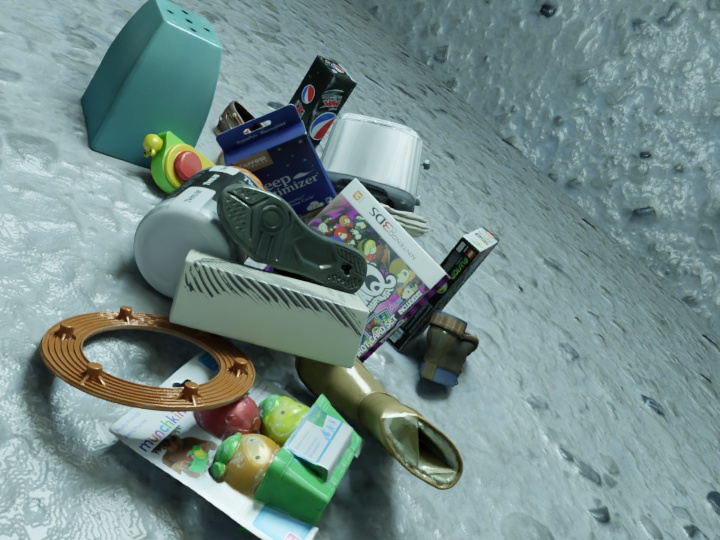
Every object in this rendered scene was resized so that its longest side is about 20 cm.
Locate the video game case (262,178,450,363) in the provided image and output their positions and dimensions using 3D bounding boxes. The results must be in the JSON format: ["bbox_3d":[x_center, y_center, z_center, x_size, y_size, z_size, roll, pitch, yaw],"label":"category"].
[{"bbox_3d":[-0.017,0.013,0.875,0.182,0.200,0.036,48,3,21],"label":"video game case"}]

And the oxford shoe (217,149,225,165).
[{"bbox_3d":[-0.142,-0.155,1.142,0.199,0.071,0.074,32,18,-19],"label":"oxford shoe"}]

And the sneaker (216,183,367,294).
[{"bbox_3d":[-0.095,-0.032,0.803,0.198,0.077,0.114,28,-13,-34],"label":"sneaker"}]

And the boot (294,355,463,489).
[{"bbox_3d":[0.013,0.144,0.734,0.174,0.067,0.200,35,-7,-7],"label":"boot"}]

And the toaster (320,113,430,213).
[{"bbox_3d":[0.010,-0.166,1.105,0.197,0.131,0.114,14,-20,6],"label":"toaster"}]

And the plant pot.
[{"bbox_3d":[-0.288,-0.270,0.985,0.140,0.201,0.142,16,32,-39],"label":"plant pot"}]

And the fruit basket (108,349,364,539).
[{"bbox_3d":[-0.102,0.153,0.649,0.199,0.094,0.185,37,25,5],"label":"fruit basket"}]

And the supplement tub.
[{"bbox_3d":[-0.186,-0.055,0.850,0.122,0.123,0.201,34,25,-8],"label":"supplement tub"}]

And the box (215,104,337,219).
[{"bbox_3d":[-0.114,-0.138,0.979,0.201,0.120,0.033,63,7,-55],"label":"box"}]

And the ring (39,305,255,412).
[{"bbox_3d":[-0.196,0.076,0.651,0.198,0.019,0.201,16,13,-4],"label":"ring"}]

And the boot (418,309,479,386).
[{"bbox_3d":[0.127,0.129,1.039,0.074,0.098,0.200,19,-11,23],"label":"boot"}]

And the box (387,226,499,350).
[{"bbox_3d":[0.121,0.026,1.027,0.035,0.201,0.110,42,26,13],"label":"box"}]

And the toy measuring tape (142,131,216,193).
[{"bbox_3d":[-0.237,-0.125,0.990,0.200,0.073,0.074,39,17,-44],"label":"toy measuring tape"}]

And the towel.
[{"bbox_3d":[-0.001,-0.070,1.072,0.132,0.198,0.035,12,76,-47],"label":"towel"}]

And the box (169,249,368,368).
[{"bbox_3d":[-0.097,0.041,0.733,0.197,0.069,0.082,16,7,-14],"label":"box"}]

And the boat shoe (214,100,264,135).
[{"bbox_3d":[-0.168,-0.216,1.208,0.199,0.071,0.070,39,24,-1],"label":"boat shoe"}]

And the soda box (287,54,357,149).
[{"bbox_3d":[-0.094,-0.289,1.273,0.063,0.201,0.071,5,40,-48],"label":"soda box"}]
